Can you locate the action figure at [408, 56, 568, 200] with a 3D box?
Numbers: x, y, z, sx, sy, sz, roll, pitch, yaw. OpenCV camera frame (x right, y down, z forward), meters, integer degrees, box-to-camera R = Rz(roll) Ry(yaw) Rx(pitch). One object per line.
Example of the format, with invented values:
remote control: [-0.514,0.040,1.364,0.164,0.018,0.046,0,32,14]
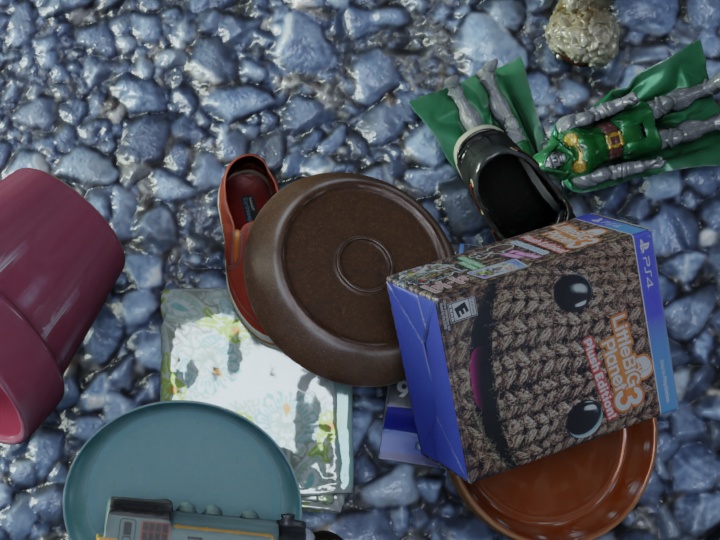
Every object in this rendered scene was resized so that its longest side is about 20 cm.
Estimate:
action figure: [0.140,-0.091,1.582,0.118,0.055,0.200,-24,82,-10]

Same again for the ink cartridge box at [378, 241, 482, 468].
ink cartridge box: [0.078,0.074,1.544,0.099,0.039,0.200,8,76,0]

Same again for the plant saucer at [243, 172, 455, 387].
plant saucer: [0.000,0.000,1.494,0.200,0.034,0.201,8,64,-17]

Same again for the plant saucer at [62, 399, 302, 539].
plant saucer: [-0.149,0.195,1.468,0.200,0.027,0.201,0,111,-1]

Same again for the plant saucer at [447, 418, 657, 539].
plant saucer: [0.162,0.139,1.510,0.200,0.032,0.201,3,82,-18]

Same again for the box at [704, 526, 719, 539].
box: [0.313,0.332,1.439,0.200,0.123,0.198,-37,80,-12]

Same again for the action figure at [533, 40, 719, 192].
action figure: [0.241,-0.122,1.557,0.200,0.055,0.118,-20,92,-16]

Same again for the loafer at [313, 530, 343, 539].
loafer: [0.002,0.309,1.464,0.073,0.071,0.200,-34,79,-9]

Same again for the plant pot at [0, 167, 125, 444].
plant pot: [-0.303,0.018,1.481,0.200,0.200,0.179,36,62,7]

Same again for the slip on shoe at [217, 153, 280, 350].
slip on shoe: [-0.085,-0.018,1.523,0.074,0.061,0.200,-10,58,-9]

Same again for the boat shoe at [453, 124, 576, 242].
boat shoe: [0.151,-0.036,1.503,0.074,0.063,0.201,-36,118,5]

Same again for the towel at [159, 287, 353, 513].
towel: [-0.091,0.112,1.525,0.171,0.048,0.200,0,75,-2]

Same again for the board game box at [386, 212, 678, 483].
board game box: [0.141,0.060,1.424,0.200,0.097,0.160,-18,106,-20]

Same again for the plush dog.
plush dog: [0.189,-0.305,1.573,0.200,0.172,0.160,41,78,9]

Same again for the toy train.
toy train: [-0.131,0.248,1.426,0.199,0.085,0.114,7,85,-7]
